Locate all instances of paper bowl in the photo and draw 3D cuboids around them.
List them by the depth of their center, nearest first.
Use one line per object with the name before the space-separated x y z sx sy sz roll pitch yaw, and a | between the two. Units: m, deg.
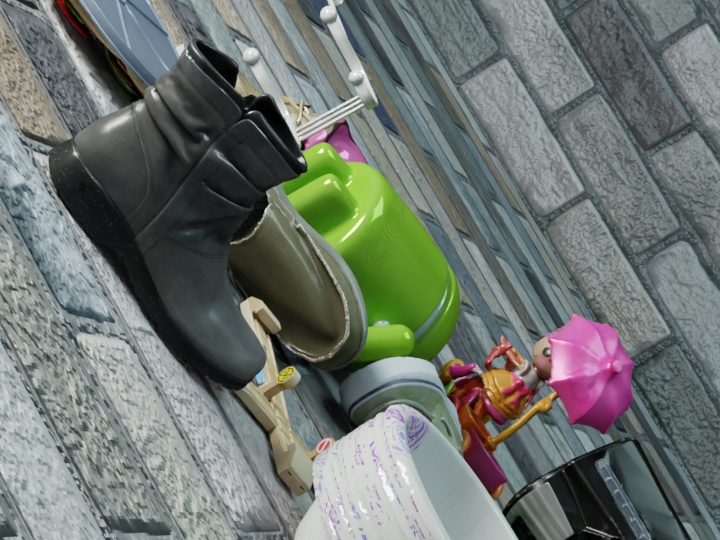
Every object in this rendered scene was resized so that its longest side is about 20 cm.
paper bowl | 0.035 0.189 1.404 0.201 0.104 0.201 55 11 -16

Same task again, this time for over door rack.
over door rack | -0.075 -0.157 1.810 0.067 0.147 0.200 57 9 -34

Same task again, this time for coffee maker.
coffee maker | 0.238 0.256 1.997 0.191 0.135 0.201 -5 57 -41

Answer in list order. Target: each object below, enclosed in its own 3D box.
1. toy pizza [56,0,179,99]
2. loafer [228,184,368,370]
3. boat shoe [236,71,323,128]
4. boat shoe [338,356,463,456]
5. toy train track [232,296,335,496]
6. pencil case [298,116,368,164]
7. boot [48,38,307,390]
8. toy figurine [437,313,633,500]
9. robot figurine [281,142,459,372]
toy pizza | -0.189 -0.195 1.696 0.201 0.032 0.200 55 9 -13
loafer | -0.070 -0.014 1.648 0.201 0.075 0.070 54 21 6
boat shoe | -0.062 -0.117 1.982 0.200 0.065 0.072 49 13 -43
boat shoe | 0.043 0.118 1.768 0.062 0.072 0.200 68 12 24
toy train track | -0.049 0.075 1.551 0.115 0.032 0.200 52 10 -31
pencil case | -0.006 -0.022 1.907 0.201 0.090 0.094 60 -2 4
boot | -0.082 -0.030 1.415 0.200 0.131 0.070 53 10 -26
toy figurine | 0.138 0.104 1.944 0.150 0.183 0.200 53 10 -24
robot figurine | 0.000 0.000 1.778 0.200 0.115 0.176 51 14 -34
